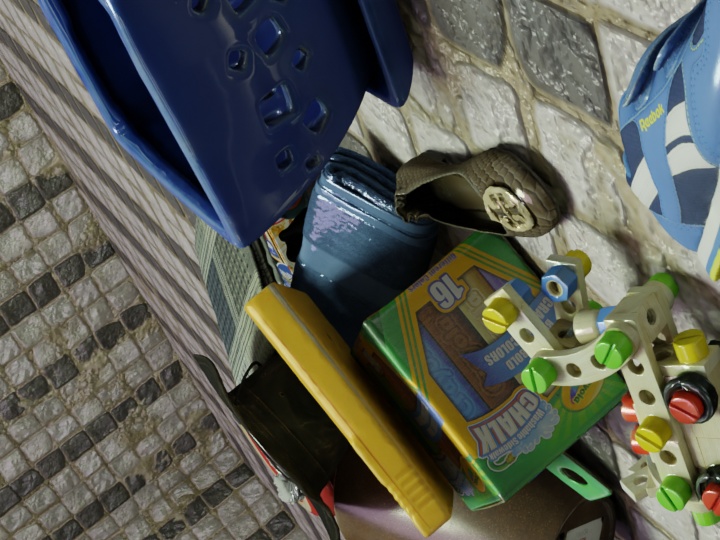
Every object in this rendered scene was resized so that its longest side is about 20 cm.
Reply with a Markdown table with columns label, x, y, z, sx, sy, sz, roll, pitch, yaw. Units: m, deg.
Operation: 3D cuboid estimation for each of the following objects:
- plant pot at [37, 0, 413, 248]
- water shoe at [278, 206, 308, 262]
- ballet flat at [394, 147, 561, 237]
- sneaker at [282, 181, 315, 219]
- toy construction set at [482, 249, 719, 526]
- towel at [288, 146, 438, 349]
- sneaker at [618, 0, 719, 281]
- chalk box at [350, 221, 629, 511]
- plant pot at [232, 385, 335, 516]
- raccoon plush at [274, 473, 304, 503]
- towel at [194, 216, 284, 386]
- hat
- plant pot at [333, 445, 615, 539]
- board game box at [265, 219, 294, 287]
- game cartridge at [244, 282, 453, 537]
| label | x | y | z | sx | sy | sz | roll | pitch | yaw |
| --- | --- | --- | --- | --- | --- | --- | --- | --- | --- |
| plant pot | -0.089 | -0.169 | 0.788 | 0.200 | 0.179 | 0.201 | 40 | 160 | 46 |
| water shoe | 0.001 | 0.009 | 1.111 | 0.200 | 0.079 | 0.072 | 41 | 161 | 42 |
| ballet flat | 0.069 | -0.048 | 0.825 | 0.068 | 0.046 | 0.200 | 58 | 165 | -19 |
| sneaker | -0.088 | -0.090 | 1.167 | 0.072 | 0.080 | 0.200 | 50 | 165 | 12 |
| toy construction set | 0.165 | 0.081 | 0.719 | 0.130 | 0.093 | 0.201 | -3 | 133 | 44 |
| towel | 0.000 | 0.000 | 1.019 | 0.111 | 0.049 | 0.201 | 31 | 134 | 15 |
| sneaker | 0.141 | -0.073 | 0.487 | 0.082 | 0.074 | 0.201 | 49 | 164 | 27 |
| chalk box | 0.101 | 0.092 | 0.886 | 0.201 | 0.123 | 0.125 | 52 | 166 | 9 |
| plant pot | -0.024 | 0.154 | 1.328 | 0.201 | 0.182 | 0.201 | 47 | 164 | 18 |
| raccoon plush | -0.011 | 0.125 | 1.187 | 0.097 | 0.133 | 0.201 | 55 | 139 | 24 |
| towel | -0.105 | 0.010 | 1.112 | 0.200 | 0.034 | 0.194 | 114 | 140 | -60 |
| hat | -0.050 | 0.126 | 1.008 | 0.201 | 0.081 | 0.201 | 51 | 170 | 12 |
| plant pot | 0.111 | 0.197 | 1.044 | 0.199 | 0.187 | 0.188 | 21 | 147 | 42 |
| board game box | -0.109 | -0.067 | 1.357 | 0.151 | 0.046 | 0.201 | 35 | 156 | 53 |
| game cartridge | -0.002 | 0.099 | 0.904 | 0.201 | 0.032 | 0.176 | 53 | -178 | 6 |
